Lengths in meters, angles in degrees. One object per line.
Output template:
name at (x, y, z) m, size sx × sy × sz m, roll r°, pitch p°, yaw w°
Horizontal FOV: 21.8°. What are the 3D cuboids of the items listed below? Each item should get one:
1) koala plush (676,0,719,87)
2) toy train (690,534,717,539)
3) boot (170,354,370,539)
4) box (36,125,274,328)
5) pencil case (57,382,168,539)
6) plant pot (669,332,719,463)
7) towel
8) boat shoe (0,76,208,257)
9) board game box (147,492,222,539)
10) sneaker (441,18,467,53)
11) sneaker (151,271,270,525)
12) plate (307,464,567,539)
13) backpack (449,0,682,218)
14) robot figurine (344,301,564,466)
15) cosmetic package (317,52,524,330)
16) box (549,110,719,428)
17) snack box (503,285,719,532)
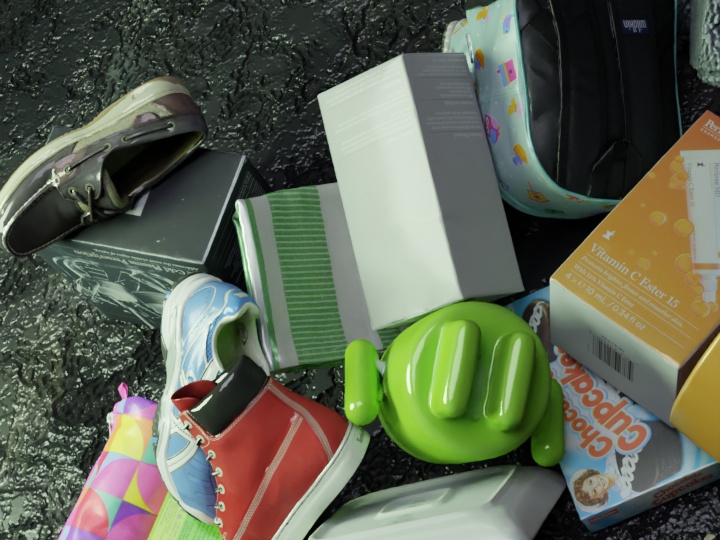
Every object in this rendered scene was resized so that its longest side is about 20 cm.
koala plush at (0.366, -0.250, 1.503) m, size 0.198 × 0.185 × 0.178 m, roll 4°, pitch 25°, yaw -3°
toy train at (0.304, 0.266, 1.342) m, size 0.046 × 0.034 × 0.200 m, roll -35°, pitch 57°, yaw -1°
boot at (-0.104, 0.164, 1.426) m, size 0.144 × 0.072 × 0.201 m, roll 32°, pitch 108°, yaw -7°
box at (-0.161, -0.025, 1.601) m, size 0.199 × 0.182 × 0.105 m, roll 10°, pitch 69°, yaw 28°
pencil case at (-0.201, 0.202, 1.561) m, size 0.088 × 0.088 × 0.201 m, roll 11°, pitch 68°, yaw 27°
plant pot at (0.353, 0.091, 1.329) m, size 0.183 × 0.200 × 0.200 m, roll 41°, pitch 84°, yaw 18°
towel at (0.000, 0.000, 1.520) m, size 0.199 × 0.023 × 0.154 m, roll -9°, pitch 82°, yaw -24°
boat shoe at (-0.209, -0.075, 1.497) m, size 0.199 × 0.072 × 0.065 m, roll -37°, pitch 52°, yaw -4°
board game box at (-0.122, 0.235, 1.519) m, size 0.101 × 0.048 × 0.201 m, roll 18°, pitch 72°, yaw 16°
sneaker at (0.113, -0.137, 1.610) m, size 0.084 × 0.077 × 0.202 m, roll -5°, pitch 64°, yaw 11°
sneaker at (-0.114, 0.105, 1.463) m, size 0.077 × 0.075 × 0.202 m, roll 9°, pitch 105°, yaw 45°
plate at (0.045, 0.188, 1.404) m, size 0.198 × 0.200 × 0.033 m, roll -13°, pitch 94°, yaw 16°
backpack at (0.170, -0.140, 1.520) m, size 0.153 × 0.175 × 0.202 m, roll -27°, pitch 69°, yaw 55°
robot figurine at (0.075, 0.087, 1.417) m, size 0.174 × 0.200 × 0.117 m, roll 10°, pitch 80°, yaw -10°
cosmetic package at (0.047, -0.062, 1.477) m, size 0.106 × 0.090 × 0.202 m, roll -18°, pitch 85°, yaw 43°
box at (0.253, -0.003, 1.432) m, size 0.124 × 0.098 × 0.200 m, roll 35°, pitch 68°, yaw 25°
snack box at (0.197, 0.094, 1.474) m, size 0.116 × 0.037 × 0.201 m, roll -25°, pitch 58°, yaw 10°
